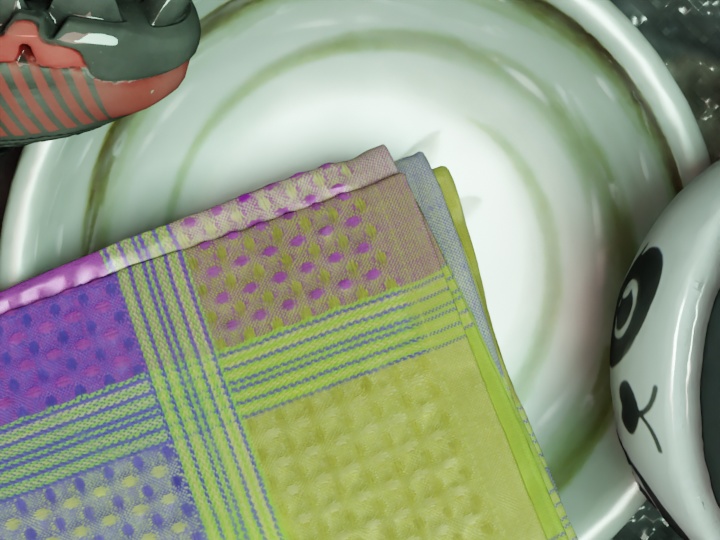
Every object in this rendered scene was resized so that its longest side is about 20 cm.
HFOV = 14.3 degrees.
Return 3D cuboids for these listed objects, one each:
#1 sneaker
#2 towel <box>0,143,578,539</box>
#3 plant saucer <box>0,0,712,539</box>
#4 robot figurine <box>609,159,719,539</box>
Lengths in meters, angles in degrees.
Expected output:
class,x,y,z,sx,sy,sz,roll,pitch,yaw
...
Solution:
class,x,y,z,sx,sy,sz,roll,pitch,yaw
sneaker,-0.131,-0.040,0.749,0.199,0.071,0.098,-3,111,17
towel,-0.048,0.061,0.735,0.199,0.023,0.144,-21,70,-3
plant saucer,0.000,0.000,0.797,0.199,0.050,0.201,-1,100,-5
robot figurine,0.152,0.029,0.702,0.125,0.199,0.151,39,71,-39
